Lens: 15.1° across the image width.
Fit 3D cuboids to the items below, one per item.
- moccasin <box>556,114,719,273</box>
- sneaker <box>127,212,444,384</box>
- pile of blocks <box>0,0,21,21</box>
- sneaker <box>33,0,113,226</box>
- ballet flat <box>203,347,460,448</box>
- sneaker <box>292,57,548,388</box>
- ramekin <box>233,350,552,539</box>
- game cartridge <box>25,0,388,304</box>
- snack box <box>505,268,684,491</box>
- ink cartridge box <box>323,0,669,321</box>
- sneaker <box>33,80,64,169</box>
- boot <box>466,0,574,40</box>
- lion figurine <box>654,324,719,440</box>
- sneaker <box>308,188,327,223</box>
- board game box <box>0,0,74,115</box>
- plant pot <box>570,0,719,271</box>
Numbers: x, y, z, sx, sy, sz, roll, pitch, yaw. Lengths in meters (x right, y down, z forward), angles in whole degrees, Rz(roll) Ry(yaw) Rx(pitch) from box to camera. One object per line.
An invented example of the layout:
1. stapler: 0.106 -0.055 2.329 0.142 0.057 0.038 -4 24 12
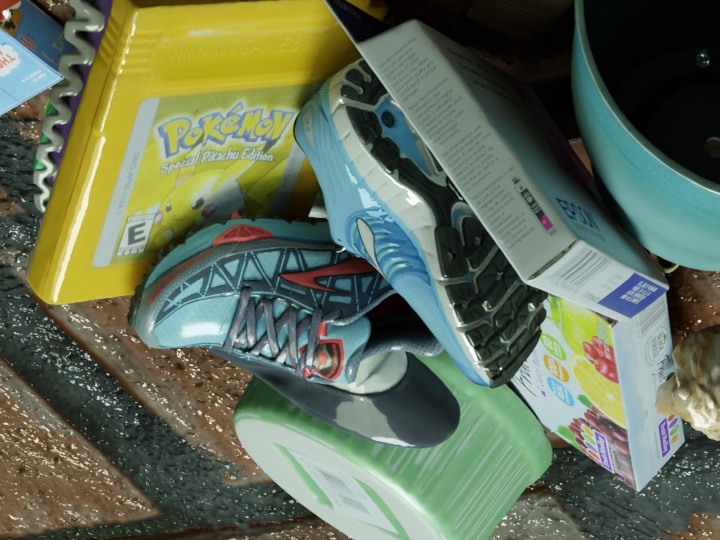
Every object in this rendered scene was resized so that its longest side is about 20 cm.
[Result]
1. moccasin: 0.191 -0.044 1.524 0.200 0.078 0.074 14 148 18
2. sneaker: -0.032 0.021 1.550 0.199 0.096 0.080 -9 138 -21
3. pile of blocks: -0.236 -0.159 1.553 0.200 0.062 0.082 -32 121 29
4. sneaker: -0.127 -0.099 1.539 0.088 0.081 0.201 14 105 5
5. ballet flat: -0.031 0.044 1.636 0.199 0.073 0.073 26 148 17
6. sneaker: 0.031 -0.024 1.524 0.090 0.078 0.201 -19 103 52
7. ramekin: 0.015 0.107 1.748 0.199 0.098 0.200 31 162 11
8. game cartridge: -0.084 -0.074 1.521 0.176 0.032 0.201 -8 135 -37
9. snack box: 0.120 0.032 1.627 0.142 0.053 0.200 37 160 29
10. ink cartridge box: 0.073 -0.070 1.437 0.043 0.200 0.196 -37 163 12
11. sneaker: -0.116 -0.087 1.618 0.199 0.084 0.074 -16 131 40
12. boot: 0.040 -0.201 1.391 0.199 0.077 0.155 24 145 -3
13. lion figurine: 0.265 0.081 1.612 0.199 0.123 0.073 29 125 -18
14. sneaker: -0.062 -0.040 1.665 0.199 0.071 0.073 3 142 23
15. board game box: -0.291 -0.161 1.645 0.200 0.037 0.151 40 140 -25
16. plant pot: 0.195 -0.091 1.376 0.199 0.201 0.188 18 160 3
